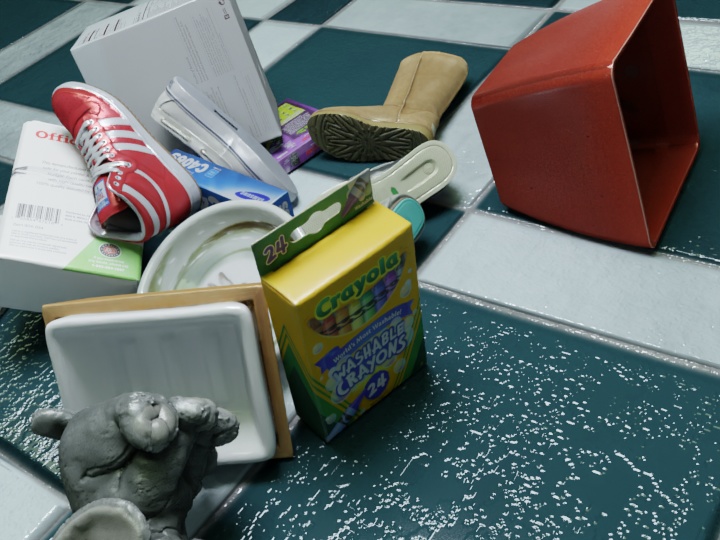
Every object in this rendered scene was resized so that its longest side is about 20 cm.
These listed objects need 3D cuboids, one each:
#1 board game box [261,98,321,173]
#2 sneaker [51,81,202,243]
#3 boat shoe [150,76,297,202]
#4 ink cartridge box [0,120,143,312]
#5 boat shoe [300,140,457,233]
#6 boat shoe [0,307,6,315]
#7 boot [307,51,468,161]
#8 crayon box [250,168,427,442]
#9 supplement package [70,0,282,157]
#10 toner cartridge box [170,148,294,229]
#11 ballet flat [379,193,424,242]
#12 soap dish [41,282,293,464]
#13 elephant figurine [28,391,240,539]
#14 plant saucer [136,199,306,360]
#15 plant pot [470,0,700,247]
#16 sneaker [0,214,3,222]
[{"bbox_3d":[-0.130,-0.157,1.157,0.199,0.033,0.119,-38,39,-26],"label":"board game box"},{"bbox_3d":[-0.270,-0.112,0.917,0.199,0.071,0.113,40,40,2],"label":"sneaker"},{"bbox_3d":[-0.165,-0.139,1.052,0.070,0.199,0.071,-46,14,14],"label":"boat shoe"},{"bbox_3d":[-0.312,-0.054,0.960,0.143,0.084,0.202,10,48,-19],"label":"ink cartridge box"},{"bbox_3d":[0.017,-0.078,0.997,0.198,0.073,0.068,-28,3,-7],"label":"boat shoe"},{"bbox_3d":[-0.449,0.064,0.953,0.073,0.063,0.202,1,42,15],"label":"boat shoe"},{"bbox_3d":[0.040,-0.222,1.158,0.172,0.067,0.201,12,44,11],"label":"boot"},{"bbox_3d":[-0.011,0.034,0.736,0.125,0.202,0.051,-35,47,-25],"label":"crayon box"},{"bbox_3d":[-0.227,-0.244,1.121,0.197,0.194,0.148,-20,27,1],"label":"supplement package"},{"bbox_3d":[-0.152,-0.066,0.995,0.198,0.096,0.043,23,50,38],"label":"toner cartridge box"},{"bbox_3d":[0.000,0.000,0.901,0.063,0.068,0.201,-14,32,51],"label":"ballet flat"},{"bbox_3d":[-0.161,0.089,0.763,0.196,0.160,0.081,-5,19,10],"label":"soap dish"},{"bbox_3d":[-0.159,0.199,0.640,0.154,0.140,0.204,-23,60,47],"label":"elephant figurine"},{"bbox_3d":[-0.129,0.029,0.874,0.197,0.050,0.203,-9,61,17],"label":"plant saucer"},{"bbox_3d":[0.233,-0.162,0.928,0.174,0.202,0.201,2,39,37],"label":"plant pot"},{"bbox_3d":[-0.386,-0.044,1.068,0.196,0.074,0.085,0,35,-1],"label":"sneaker"}]
